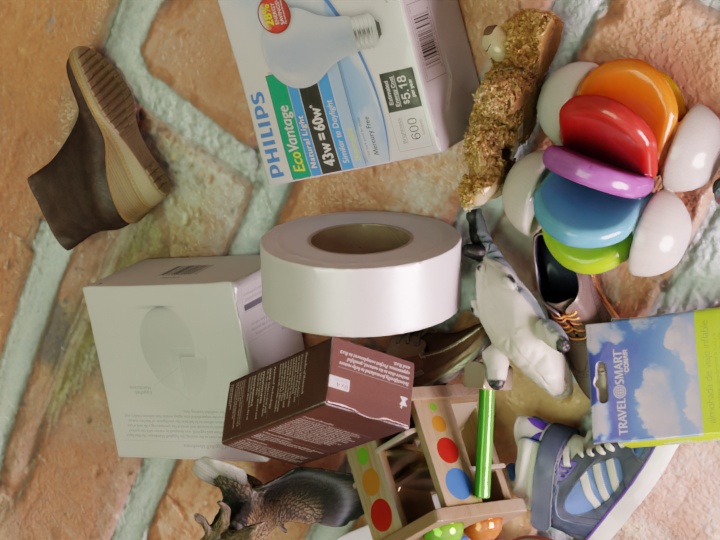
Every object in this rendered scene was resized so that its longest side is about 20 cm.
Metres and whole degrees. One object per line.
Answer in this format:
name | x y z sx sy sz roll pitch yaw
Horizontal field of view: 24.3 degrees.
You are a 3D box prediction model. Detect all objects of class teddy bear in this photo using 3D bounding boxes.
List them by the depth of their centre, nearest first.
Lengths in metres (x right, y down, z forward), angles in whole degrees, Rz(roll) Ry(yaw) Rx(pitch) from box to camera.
teddy bear | 0.128 -0.151 1.563 0.067 0.145 0.200 20 120 18

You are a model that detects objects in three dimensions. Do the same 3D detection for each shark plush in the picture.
shark plush | 0.141 0.037 1.629 0.091 0.083 0.200 -45 66 22

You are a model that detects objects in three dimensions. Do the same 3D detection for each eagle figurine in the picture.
eagle figurine | -0.102 0.257 1.795 0.152 0.200 0.151 41 124 13

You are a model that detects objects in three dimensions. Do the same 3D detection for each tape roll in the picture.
tape roll | 0.000 0.000 1.650 0.202 0.202 0.071 8 111 27

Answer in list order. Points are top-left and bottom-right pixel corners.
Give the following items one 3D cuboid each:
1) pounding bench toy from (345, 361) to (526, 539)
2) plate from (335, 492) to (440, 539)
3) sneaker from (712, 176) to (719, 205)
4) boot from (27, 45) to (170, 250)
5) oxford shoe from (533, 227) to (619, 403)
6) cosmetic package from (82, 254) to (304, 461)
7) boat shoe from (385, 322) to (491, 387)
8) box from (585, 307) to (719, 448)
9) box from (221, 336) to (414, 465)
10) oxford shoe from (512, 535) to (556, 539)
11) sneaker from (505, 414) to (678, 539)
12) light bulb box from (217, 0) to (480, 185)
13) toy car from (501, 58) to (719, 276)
pounding bench toy | 0.091 0.195 1.659 0.200 0.124 0.156 -38 62 44
plate | 0.078 0.349 1.781 0.199 0.032 0.200 -30 72 31
sneaker | 0.407 -0.041 1.481 0.200 0.079 0.096 11 114 26
boot | -0.316 -0.132 1.856 0.166 0.072 0.200 -22 99 31
oxford shoe | 0.205 0.044 1.624 0.071 0.073 0.200 -14 100 31
cosmetic package | -0.172 0.094 1.823 0.199 0.123 0.200 -1 105 29
boat shoe | 0.056 0.093 1.726 0.200 0.076 0.072 -31 88 32
box | 0.315 0.098 1.555 0.200 0.048 0.122 -8 75 24
box | -0.045 0.132 1.651 0.200 0.100 0.075 -23 54 52
oxford shoe | 0.242 0.335 1.718 0.200 0.071 0.074 19 135 27
sneaker | 0.223 0.176 1.655 0.146 0.081 0.200 36 126 10
light bulb box | -0.006 -0.204 1.629 0.200 0.125 0.199 -10 102 30
toy car | 0.221 -0.096 1.505 0.175 0.150 0.200 23 92 20
